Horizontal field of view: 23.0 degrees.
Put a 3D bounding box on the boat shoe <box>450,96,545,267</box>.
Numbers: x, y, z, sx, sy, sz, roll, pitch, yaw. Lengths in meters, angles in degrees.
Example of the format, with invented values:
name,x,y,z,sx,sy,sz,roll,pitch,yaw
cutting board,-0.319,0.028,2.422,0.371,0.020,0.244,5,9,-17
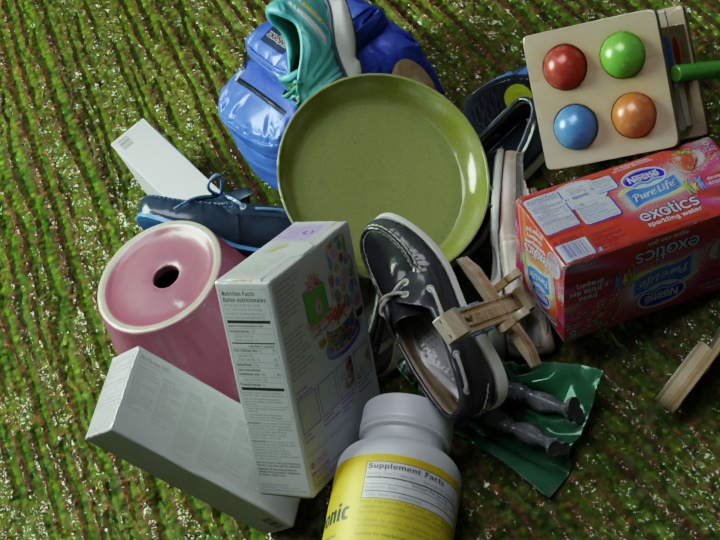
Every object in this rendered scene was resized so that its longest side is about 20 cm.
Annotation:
name,x,y,z,sx,sy,sz,roll,pitch,yaw
boat shoe,0.112,-0.082,1.714,0.200,0.062,0.075,-46,53,-2

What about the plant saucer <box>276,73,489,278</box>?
name,x,y,z,sx,sy,sz,roll,pitch,yaw
plant saucer,0.019,-0.083,1.623,0.199,0.031,0.201,4,72,-11

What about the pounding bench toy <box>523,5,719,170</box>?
name,x,y,z,sx,sy,sz,roll,pitch,yaw
pounding bench toy,0.269,-0.175,1.618,0.199,0.156,0.125,-10,95,23

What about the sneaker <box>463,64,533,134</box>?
name,x,y,z,sx,sy,sz,roll,pitch,yaw
sneaker,0.201,-0.189,1.774,0.199,0.066,0.078,-22,11,22

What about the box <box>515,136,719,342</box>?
name,x,y,z,sx,sy,sz,roll,pitch,yaw
box,0.244,-0.029,1.553,0.199,0.096,0.100,-18,45,-14

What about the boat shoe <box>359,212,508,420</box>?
name,x,y,z,sx,sy,sz,roll,pitch,yaw
boat shoe,0.051,0.040,1.525,0.074,0.060,0.201,-42,72,44

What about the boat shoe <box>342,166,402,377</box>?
name,x,y,z,sx,sy,sz,roll,pitch,yaw
boat shoe,-0.001,0.001,1.640,0.071,0.066,0.202,-7,90,30

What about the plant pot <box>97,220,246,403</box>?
name,x,y,z,sx,sy,sz,roll,pitch,yaw
plant pot,-0.151,0.056,1.663,0.199,0.179,0.201,-14,49,17

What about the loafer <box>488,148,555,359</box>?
name,x,y,z,sx,sy,sz,roll,pitch,yaw
loafer,0.151,-0.015,1.634,0.062,0.072,0.201,1,73,7

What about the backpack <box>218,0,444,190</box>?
name,x,y,z,sx,sy,sz,roll,pitch,yaw
backpack,-0.049,-0.187,1.818,0.200,0.168,0.162,-43,40,-8

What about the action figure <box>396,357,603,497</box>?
name,x,y,z,sx,sy,sz,roll,pitch,yaw
action figure,0.109,0.113,1.573,0.199,0.055,0.119,18,76,42

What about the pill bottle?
name,x,y,z,sx,sy,sz,roll,pitch,yaw
pill bottle,0.027,0.210,1.494,0.111,0.111,0.201,-4,54,23

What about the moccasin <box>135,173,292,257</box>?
name,x,y,z,sx,sy,sz,roll,pitch,yaw
moccasin,-0.117,-0.047,1.721,0.199,0.080,0.069,14,75,-8

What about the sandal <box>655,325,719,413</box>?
name,x,y,z,sx,sy,sz,roll,pitch,yaw
sandal,0.342,0.049,1.514,0.070,0.078,0.212,38,82,9

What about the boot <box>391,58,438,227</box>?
name,x,y,z,sx,sy,sz,roll,pitch,yaw
boot,0.018,-0.094,1.731,0.144,0.070,0.202,-34,50,44

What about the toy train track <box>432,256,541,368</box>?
name,x,y,z,sx,sy,sz,roll,pitch,yaw
toy train track,0.113,0.032,1.493,0.032,0.200,0.115,-39,80,23

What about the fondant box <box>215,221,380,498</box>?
name,x,y,z,sx,sy,sz,roll,pitch,yaw
fondant box,-0.049,0.075,1.533,0.058,0.201,0.144,1,22,28

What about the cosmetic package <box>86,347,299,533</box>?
name,x,y,z,sx,sy,sz,roll,pitch,yaw
cosmetic package,-0.139,0.153,1.563,0.051,0.199,0.083,-22,43,49

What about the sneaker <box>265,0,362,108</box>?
name,x,y,z,sx,sy,sz,roll,pitch,yaw
sneaker,-0.040,-0.172,1.694,0.079,0.201,0.077,-16,-1,-27

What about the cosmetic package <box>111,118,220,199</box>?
name,x,y,z,sx,sy,sz,roll,pitch,yaw
cosmetic package,-0.181,-0.077,1.852,0.051,0.083,0.200,-39,48,-10
